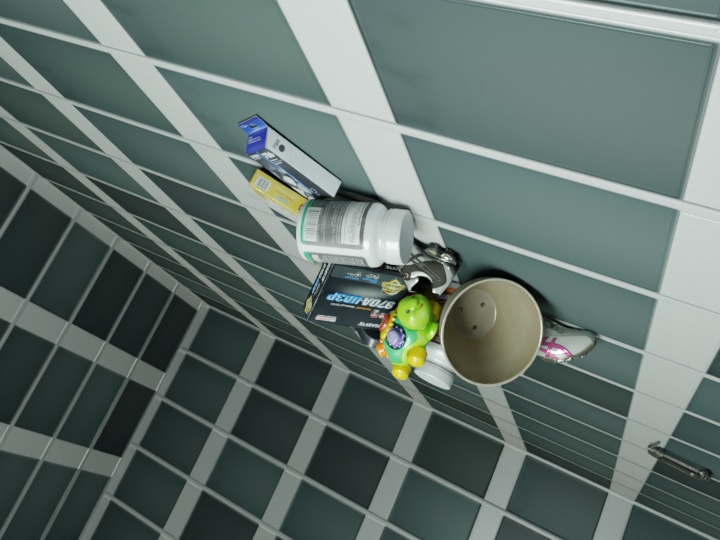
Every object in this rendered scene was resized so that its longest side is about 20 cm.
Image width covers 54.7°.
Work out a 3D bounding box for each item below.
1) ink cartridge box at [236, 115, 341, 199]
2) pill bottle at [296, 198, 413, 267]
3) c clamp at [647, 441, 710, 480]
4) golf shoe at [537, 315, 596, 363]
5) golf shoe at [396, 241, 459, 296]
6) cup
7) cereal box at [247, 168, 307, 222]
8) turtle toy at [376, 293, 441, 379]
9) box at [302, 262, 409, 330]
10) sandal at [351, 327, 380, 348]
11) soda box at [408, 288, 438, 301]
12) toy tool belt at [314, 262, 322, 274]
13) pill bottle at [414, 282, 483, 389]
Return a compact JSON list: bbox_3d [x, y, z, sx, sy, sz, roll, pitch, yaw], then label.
[{"bbox_3d":[-0.135,-0.196,1.250,0.198,0.040,0.099,36,164,-26],"label":"ink cartridge box"},{"bbox_3d":[-0.009,-0.066,1.254,0.194,0.116,0.113,6,159,20],"label":"pill bottle"},{"bbox_3d":[0.876,0.532,1.919,0.196,0.028,0.171,26,165,9],"label":"c clamp"},{"bbox_3d":[0.366,0.131,1.381,0.196,0.072,0.094,-7,110,36],"label":"golf shoe"},{"bbox_3d":[0.093,-0.013,1.350,0.197,0.096,0.078,18,165,37],"label":"golf shoe"},{"bbox_3d":[0.235,0.101,1.342,0.197,0.204,0.143,29,-173,-11],"label":"cup"},{"bbox_3d":[-0.160,-0.143,1.409,0.142,0.040,0.200,31,177,-10],"label":"cereal box"},{"bbox_3d":[0.095,0.115,1.388,0.099,0.148,0.201,27,146,-7],"label":"turtle toy"},{"bbox_3d":[-0.002,0.043,1.426,0.195,0.161,0.047,10,-145,-28],"label":"box"},{"bbox_3d":[0.006,0.125,1.540,0.074,0.044,0.201,15,-161,-16],"label":"sandal"},{"bbox_3d":[0.116,0.060,1.606,0.063,0.069,0.198,33,165,-25],"label":"soda box"},{"bbox_3d":[0.000,0.000,1.514,0.199,0.123,0.125,35,-170,-46],"label":"toy tool belt"},{"bbox_3d":[0.189,0.139,1.471,0.111,0.204,0.113,24,166,7],"label":"pill bottle"}]
